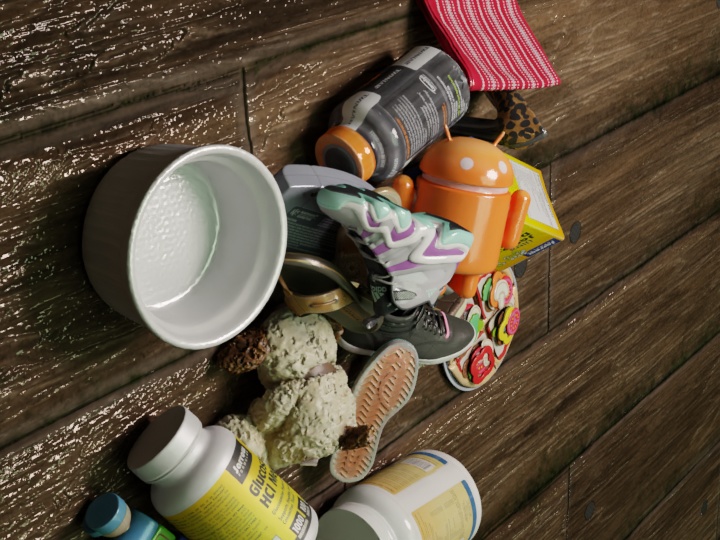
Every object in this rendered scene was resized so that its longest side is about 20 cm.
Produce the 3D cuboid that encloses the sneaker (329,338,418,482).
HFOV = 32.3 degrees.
[{"bbox_3d":[0.009,0.162,1.544,0.071,0.080,0.200,21,109,-15],"label":"sneaker"}]

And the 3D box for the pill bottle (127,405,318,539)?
[{"bbox_3d":[-0.147,0.238,1.316,0.200,0.112,0.113,47,62,-22],"label":"pill bottle"}]

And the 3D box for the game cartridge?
[{"bbox_3d":[-0.054,-0.056,1.380,0.133,0.041,0.200,-37,153,24],"label":"game cartridge"}]

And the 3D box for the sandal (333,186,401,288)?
[{"bbox_3d":[0.005,-0.001,1.417,0.078,0.070,0.212,-7,146,-35],"label":"sandal"}]

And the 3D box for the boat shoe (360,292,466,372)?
[{"bbox_3d":[0.076,0.102,1.642,0.202,0.075,0.075,-40,145,-32],"label":"boat shoe"}]

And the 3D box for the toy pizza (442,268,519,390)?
[{"bbox_3d":[0.182,0.080,1.807,0.200,0.032,0.201,-23,120,-47],"label":"toy pizza"}]

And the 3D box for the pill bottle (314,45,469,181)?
[{"bbox_3d":[0.034,-0.175,1.457,0.200,0.106,0.106,-42,133,-37],"label":"pill bottle"}]

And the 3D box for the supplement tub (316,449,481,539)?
[{"bbox_3d":[0.050,0.331,1.624,0.200,0.145,0.145,-20,118,-48],"label":"supplement tub"}]

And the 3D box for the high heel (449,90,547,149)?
[{"bbox_3d":[0.213,-0.250,1.638,0.071,0.142,0.200,43,68,-50],"label":"high heel"}]

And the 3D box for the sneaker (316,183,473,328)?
[{"bbox_3d":[0.021,-0.005,1.334,0.200,0.078,0.140,18,100,-31],"label":"sneaker"}]

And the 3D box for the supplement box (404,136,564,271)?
[{"bbox_3d":[0.164,-0.083,1.630,0.200,0.109,0.109,16,52,-54],"label":"supplement box"}]

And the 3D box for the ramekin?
[{"bbox_3d":[-0.177,-0.031,1.226,0.200,0.098,0.201,-18,114,-45],"label":"ramekin"}]

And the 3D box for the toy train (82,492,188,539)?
[{"bbox_3d":[-0.269,0.333,1.263,0.116,0.085,0.200,50,62,-37],"label":"toy train"}]

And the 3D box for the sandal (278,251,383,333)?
[{"bbox_3d":[-0.048,0.033,1.374,0.200,0.082,0.055,39,54,-44],"label":"sandal"}]

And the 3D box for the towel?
[{"bbox_3d":[0.166,-0.292,1.580,0.200,0.022,0.145,-12,70,-46],"label":"towel"}]

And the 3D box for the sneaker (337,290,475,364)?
[{"bbox_3d":[0.075,0.063,1.544,0.200,0.099,0.071,4,56,-28],"label":"sneaker"}]

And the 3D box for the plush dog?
[{"bbox_3d":[-0.069,0.126,1.416,0.200,0.160,0.172,-17,92,-49],"label":"plush dog"}]

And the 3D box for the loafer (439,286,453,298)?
[{"bbox_3d":[0.036,-0.004,1.544,0.070,0.075,0.200,-42,131,18],"label":"loafer"}]

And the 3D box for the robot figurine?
[{"bbox_3d":[0.115,-0.070,1.464,0.117,0.144,0.200,-20,122,-64],"label":"robot figurine"}]
